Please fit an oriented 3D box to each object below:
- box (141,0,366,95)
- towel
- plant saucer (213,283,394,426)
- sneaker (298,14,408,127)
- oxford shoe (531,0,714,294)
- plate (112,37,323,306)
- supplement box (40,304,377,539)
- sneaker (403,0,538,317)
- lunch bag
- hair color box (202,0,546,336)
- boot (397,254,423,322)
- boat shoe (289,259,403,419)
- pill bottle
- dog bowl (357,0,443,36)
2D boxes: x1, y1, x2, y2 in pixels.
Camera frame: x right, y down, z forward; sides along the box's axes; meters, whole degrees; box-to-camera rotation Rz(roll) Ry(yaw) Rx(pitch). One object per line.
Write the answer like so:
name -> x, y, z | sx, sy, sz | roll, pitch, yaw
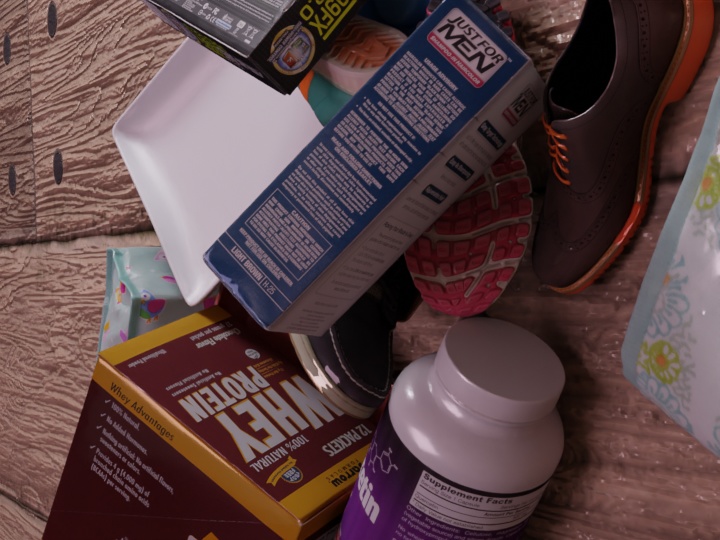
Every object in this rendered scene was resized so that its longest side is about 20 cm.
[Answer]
box -> -0.058, -0.217, 0.867 | 0.160, 0.044, 0.200 | -51, 41, -3
towel -> 0.209, 0.011, 0.602 | 0.171, 0.048, 0.201 | 47, 132, 50
plant saucer -> -0.048, 0.130, 1.003 | 0.199, 0.037, 0.200 | 32, 120, 23
sneaker -> -0.021, -0.138, 0.885 | 0.200, 0.071, 0.080 | 46, 156, 51
oxford shoe -> 0.124, -0.075, 0.720 | 0.071, 0.072, 0.200 | 49, 134, 47
plate -> -0.097, -0.105, 0.995 | 0.200, 0.032, 0.200 | -45, 54, 24
supplement box -> -0.107, 0.173, 0.951 | 0.197, 0.133, 0.200 | 35, 121, 21
sneaker -> 0.073, -0.069, 0.801 | 0.075, 0.080, 0.201 | 43, -129, -72
lunch bag -> -0.139, 0.086, 1.108 | 0.122, 0.170, 0.201 | -129, 43, -55
hair color box -> 0.013, -0.054, 0.722 | 0.200, 0.100, 0.061 | -45, 76, 8
boot -> 0.000, 0.000, 0.966 | 0.155, 0.077, 0.200 | 44, 122, 46
boat shoe -> -0.005, 0.004, 0.836 | 0.065, 0.072, 0.200 | -38, 36, 27
pill bottle -> 0.058, 0.130, 0.815 | 0.113, 0.112, 0.200 | 56, 138, 43
dog bowl -> 0.052, -0.238, 0.862 | 0.112, 0.049, 0.200 | 53, 135, 45
